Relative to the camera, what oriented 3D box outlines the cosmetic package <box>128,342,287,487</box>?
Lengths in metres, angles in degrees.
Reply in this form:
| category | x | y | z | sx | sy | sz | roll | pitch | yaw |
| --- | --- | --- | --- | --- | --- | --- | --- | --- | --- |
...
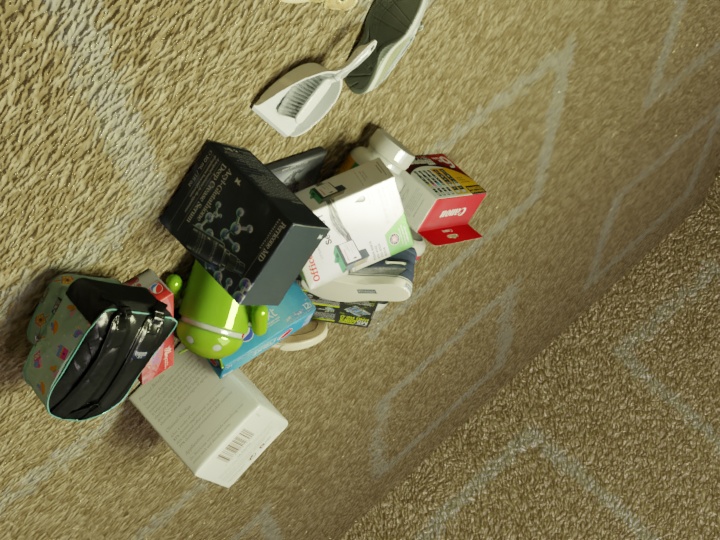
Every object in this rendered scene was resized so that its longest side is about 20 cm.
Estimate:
| category | x | y | z | sx | sy | sz | roll | pitch | yaw |
| --- | --- | --- | --- | --- | --- | --- | --- | --- | --- |
| cosmetic package | -0.269 | 0.251 | 1.854 | 0.167 | 0.200 | 0.166 | -45 | 156 | -3 |

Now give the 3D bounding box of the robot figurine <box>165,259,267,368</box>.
| category | x | y | z | sx | sy | sz | roll | pitch | yaw |
| --- | --- | --- | --- | --- | --- | --- | --- | --- | --- |
| robot figurine | -0.229 | 0.051 | 1.670 | 0.116 | 0.173 | 0.202 | 44 | 64 | -87 |

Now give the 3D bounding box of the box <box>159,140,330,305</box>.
| category | x | y | z | sx | sy | sz | roll | pitch | yaw |
| --- | --- | --- | --- | --- | --- | --- | --- | --- | --- |
| box | -0.171 | -0.067 | 1.519 | 0.149 | 0.200 | 0.107 | -54 | 156 | 16 |

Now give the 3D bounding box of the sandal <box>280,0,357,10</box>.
| category | x | y | z | sx | sy | sz | roll | pitch | yaw |
| --- | --- | --- | --- | --- | --- | --- | --- | --- | --- |
| sandal | -0.019 | -0.396 | 1.428 | 0.211 | 0.070 | 0.078 | -24 | 148 | -43 |

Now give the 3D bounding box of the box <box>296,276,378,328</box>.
| category | x | y | z | sx | sy | sz | roll | pitch | yaw |
| --- | --- | --- | --- | --- | --- | --- | --- | --- | --- |
| box | -0.062 | 0.033 | 1.892 | 0.197 | 0.045 | 0.161 | 9 | 144 | -9 |

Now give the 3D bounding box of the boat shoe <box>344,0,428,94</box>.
| category | x | y | z | sx | sy | sz | roll | pitch | yaw |
| --- | --- | --- | --- | --- | --- | --- | --- | --- | --- |
| boat shoe | 0.045 | -0.361 | 1.599 | 0.065 | 0.074 | 0.203 | -25 | 153 | -52 |

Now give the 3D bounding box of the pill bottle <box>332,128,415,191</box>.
| category | x | y | z | sx | sy | sz | roll | pitch | yaw |
| --- | --- | --- | --- | --- | --- | --- | --- | --- | --- |
| pill bottle | 0.005 | -0.144 | 1.815 | 0.201 | 0.113 | 0.112 | -52 | 156 | 13 |

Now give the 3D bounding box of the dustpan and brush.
| category | x | y | z | sx | sy | sz | roll | pitch | yaw |
| --- | --- | --- | --- | --- | --- | --- | --- | --- | --- |
| dustpan and brush | -0.057 | -0.282 | 1.554 | 0.200 | 0.057 | 0.139 | -49 | 157 | 4 |

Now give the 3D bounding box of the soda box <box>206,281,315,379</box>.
| category | x | y | z | sx | sy | sz | roll | pitch | yaw |
| --- | --- | --- | --- | --- | --- | --- | --- | --- | --- |
| soda box | -0.178 | 0.101 | 1.794 | 0.199 | 0.068 | 0.064 | -32 | 166 | -27 |

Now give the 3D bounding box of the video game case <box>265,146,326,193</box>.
| category | x | y | z | sx | sy | sz | roll | pitch | yaw |
| --- | --- | --- | --- | --- | --- | --- | --- | --- | --- |
| video game case | -0.137 | -0.110 | 1.745 | 0.142 | 0.019 | 0.201 | -25 | 149 | -42 |

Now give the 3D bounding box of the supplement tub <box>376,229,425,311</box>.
| category | x | y | z | sx | sy | sz | roll | pitch | yaw |
| --- | --- | --- | --- | --- | --- | --- | --- | --- | --- |
| supplement tub | 0.022 | -0.012 | 2.018 | 0.201 | 0.140 | 0.140 | -55 | 156 | 18 |

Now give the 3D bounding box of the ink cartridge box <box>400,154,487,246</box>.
| category | x | y | z | sx | sy | sz | roll | pitch | yaw |
| --- | --- | --- | --- | --- | --- | --- | --- | --- | --- |
| ink cartridge box | 0.150 | -0.138 | 1.995 | 0.199 | 0.175 | 0.084 | -13 | 140 | -54 |

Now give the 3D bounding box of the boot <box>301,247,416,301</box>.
| category | x | y | z | sx | sy | sz | roll | pitch | yaw |
| --- | --- | --- | --- | --- | --- | --- | --- | --- | --- |
| boot | 0.000 | 0.000 | 1.791 | 0.073 | 0.197 | 0.091 | 73 | 26 | -53 |

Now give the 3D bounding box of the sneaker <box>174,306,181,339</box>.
| category | x | y | z | sx | sy | sz | roll | pitch | yaw |
| --- | --- | --- | --- | --- | --- | --- | --- | --- | --- |
| sneaker | -0.238 | 0.056 | 1.782 | 0.199 | 0.076 | 0.091 | -33 | 161 | -10 |

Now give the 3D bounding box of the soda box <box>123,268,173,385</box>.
| category | x | y | z | sx | sy | sz | roll | pitch | yaw |
| --- | --- | --- | --- | --- | --- | --- | --- | --- | --- |
| soda box | -0.343 | 0.093 | 1.652 | 0.070 | 0.063 | 0.201 | -33 | 152 | -30 |

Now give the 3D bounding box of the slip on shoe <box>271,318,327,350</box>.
| category | x | y | z | sx | sy | sz | roll | pitch | yaw |
| --- | --- | --- | --- | --- | --- | --- | --- | --- | --- |
| slip on shoe | -0.158 | 0.101 | 1.893 | 0.197 | 0.076 | 0.061 | 0 | 121 | -4 |

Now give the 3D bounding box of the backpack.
| category | x | y | z | sx | sy | sz | roll | pitch | yaw |
| --- | --- | --- | --- | --- | --- | --- | --- | --- | --- |
| backpack | -0.389 | 0.109 | 1.481 | 0.175 | 0.153 | 0.202 | 10 | 111 | -60 |

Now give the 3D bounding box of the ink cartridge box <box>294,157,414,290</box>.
| category | x | y | z | sx | sy | sz | roll | pitch | yaw |
| --- | --- | --- | --- | --- | --- | --- | --- | --- | --- |
| ink cartridge box | -0.028 | -0.076 | 1.723 | 0.198 | 0.084 | 0.147 | -24 | 124 | -6 |
